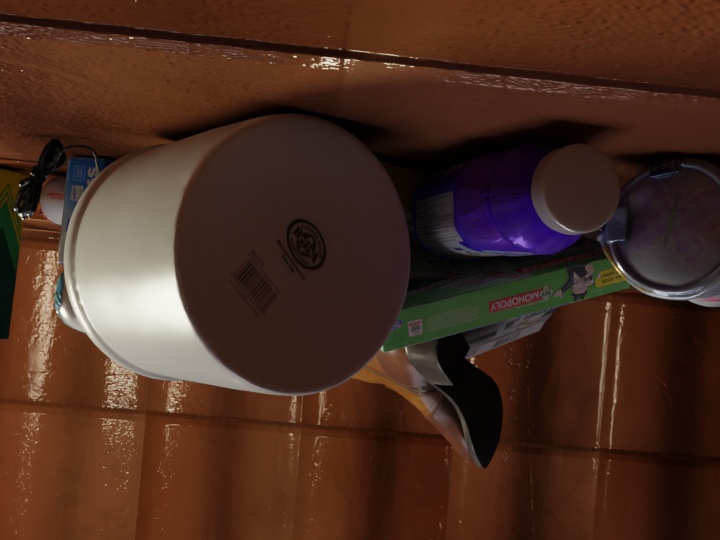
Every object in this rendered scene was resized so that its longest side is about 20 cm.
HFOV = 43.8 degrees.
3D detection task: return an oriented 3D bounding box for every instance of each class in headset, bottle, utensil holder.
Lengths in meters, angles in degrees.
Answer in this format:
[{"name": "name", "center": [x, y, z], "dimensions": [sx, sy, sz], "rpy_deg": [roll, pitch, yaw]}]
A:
[{"name": "headset", "center": [-0.179, -0.041, 0.743], "dimensions": [0.199, 0.095, 0.123], "rpy_deg": [34, 173, -33]}, {"name": "bottle", "center": [0.094, -0.042, 0.568], "dimensions": [0.082, 0.067, 0.200], "rpy_deg": [-1, 180, -14]}, {"name": "utensil holder", "center": [-0.084, -0.008, 0.585], "dimensions": [0.167, 0.174, 0.199], "rpy_deg": [6, 175, -33]}]

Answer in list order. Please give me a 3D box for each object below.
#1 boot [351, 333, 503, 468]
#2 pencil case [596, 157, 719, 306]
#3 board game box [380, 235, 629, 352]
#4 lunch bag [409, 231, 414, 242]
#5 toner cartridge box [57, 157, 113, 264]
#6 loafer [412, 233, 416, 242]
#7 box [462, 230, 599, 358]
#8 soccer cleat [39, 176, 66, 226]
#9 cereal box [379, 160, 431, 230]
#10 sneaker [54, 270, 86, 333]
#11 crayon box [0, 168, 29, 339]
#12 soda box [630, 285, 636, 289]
[{"name": "boot", "center": [0.031, 0.115, 0.895], "dimensions": [0.197, 0.069, 0.189], "rpy_deg": [4, 143, 40]}, {"name": "pencil case", "center": [0.228, -0.019, 0.612], "dimensions": [0.089, 0.085, 0.199], "rpy_deg": [-13, 170, 29]}, {"name": "board game box", "center": [0.080, 0.003, 0.669], "dimensions": [0.196, 0.030, 0.134], "rpy_deg": [-12, -160, -19]}, {"name": "lunch bag", "center": [0.000, 0.000, 0.993], "dimensions": [0.195, 0.139, 0.132], "rpy_deg": [3, 175, -1]}, {"name": "toner cartridge box", "center": [-0.209, -0.045, 0.874], "dimensions": [0.042, 0.097, 0.199], "rpy_deg": [4, 177, 21]}, {"name": "loafer", "center": [0.086, -0.030, 0.843], "dimensions": [0.074, 0.070, 0.200], "rpy_deg": [10, 179, 2]}, {"name": "box", "center": [0.137, 0.027, 0.875], "dimensions": [0.153, 0.042, 0.201], "rpy_deg": [-19, 159, -18]}, {"name": "soccer cleat", "center": [-0.261, -0.061, 1.003], "dimensions": [0.084, 0.070, 0.198], "rpy_deg": [9, 177, 42]}, {"name": "cereal box", "center": [-0.015, -0.059, 0.738], "dimensions": [0.142, 0.040, 0.198], "rpy_deg": [9, 177, -37]}, {"name": "sneaker", "center": [-0.153, 0.025, 0.748], "dimensions": [0.197, 0.078, 0.080], "rpy_deg": [7, 179, -36]}, {"name": "crayon box", "center": [-0.452, -0.024, 0.976], "dimensions": [0.197, 0.177, 0.058], "rpy_deg": [4, 175, 33]}, {"name": "soda box", "center": [0.314, -0.014, 0.790], "dimensions": [0.197, 0.069, 0.063], "rpy_deg": [4, 178, 43]}]
